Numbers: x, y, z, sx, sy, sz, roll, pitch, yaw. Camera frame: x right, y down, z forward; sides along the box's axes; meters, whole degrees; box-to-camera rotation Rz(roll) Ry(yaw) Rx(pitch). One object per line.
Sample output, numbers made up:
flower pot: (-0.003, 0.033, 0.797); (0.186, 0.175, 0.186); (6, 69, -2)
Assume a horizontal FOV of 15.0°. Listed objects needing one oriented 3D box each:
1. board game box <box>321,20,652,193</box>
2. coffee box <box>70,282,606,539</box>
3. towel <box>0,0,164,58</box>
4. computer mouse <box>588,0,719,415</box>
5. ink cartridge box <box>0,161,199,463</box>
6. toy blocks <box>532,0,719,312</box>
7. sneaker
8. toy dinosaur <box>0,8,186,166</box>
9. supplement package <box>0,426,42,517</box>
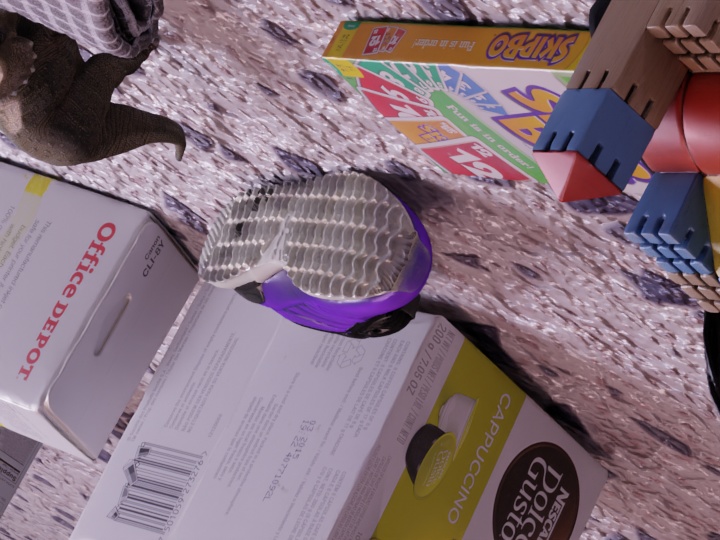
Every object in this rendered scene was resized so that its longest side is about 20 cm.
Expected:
board game box: (0.078, -0.071, 1.193); (0.199, 0.030, 0.095); (5, 151, 49)
coffee box: (-0.011, 0.144, 1.629); (0.199, 0.201, 0.198); (10, 156, 45)
towel: (-0.166, -0.180, 1.171); (0.165, 0.086, 0.200); (24, 162, 15)
computer mouse: (0.128, -0.027, 1.016); (0.034, 0.201, 0.059); (-25, 152, 21)
ink cartridge box: (-0.223, 0.017, 1.727); (0.199, 0.146, 0.083); (19, 161, 32)
toy blocks: (0.147, -0.046, 0.954); (0.200, 0.137, 0.100); (39, 161, -31)
sneaker: (0.000, -0.001, 1.465); (0.099, 0.070, 0.200); (30, 169, -27)
toy dinosaur: (-0.156, -0.099, 1.357); (0.077, 0.103, 0.200); (20, 160, 30)
supplement package: (-0.347, 0.113, 2.117); (0.147, 0.201, 0.191); (37, 161, -24)
